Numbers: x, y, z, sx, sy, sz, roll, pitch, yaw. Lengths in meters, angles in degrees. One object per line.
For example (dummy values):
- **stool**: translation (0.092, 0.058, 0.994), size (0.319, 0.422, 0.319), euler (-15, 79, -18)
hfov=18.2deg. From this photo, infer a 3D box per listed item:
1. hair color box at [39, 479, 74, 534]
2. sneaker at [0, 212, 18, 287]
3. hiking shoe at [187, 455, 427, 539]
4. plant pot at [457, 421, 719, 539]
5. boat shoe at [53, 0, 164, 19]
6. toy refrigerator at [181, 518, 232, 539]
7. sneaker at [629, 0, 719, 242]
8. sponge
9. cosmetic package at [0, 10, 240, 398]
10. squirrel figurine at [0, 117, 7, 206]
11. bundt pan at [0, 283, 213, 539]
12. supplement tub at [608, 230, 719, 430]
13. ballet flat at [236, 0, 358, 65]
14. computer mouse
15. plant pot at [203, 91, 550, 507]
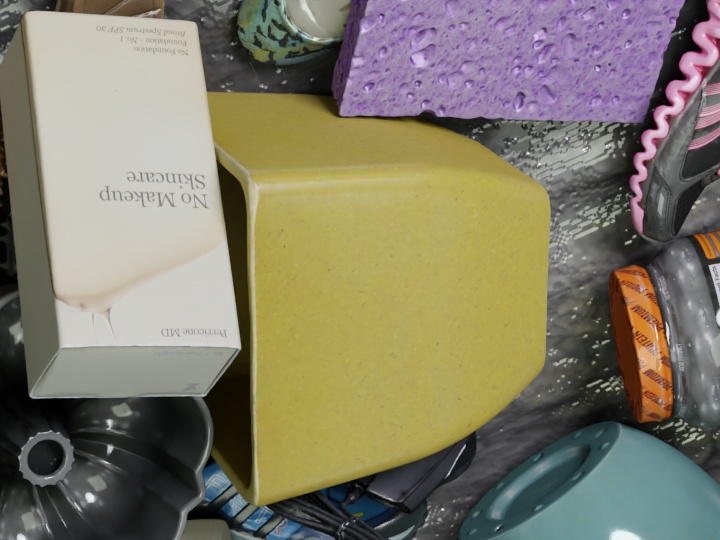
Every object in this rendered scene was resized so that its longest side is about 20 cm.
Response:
- **hair color box**: translation (-0.201, 0.146, 1.395), size (0.061, 0.099, 0.200), euler (-12, 110, 0)
- **sneaker**: translation (-0.261, 0.016, 1.370), size (0.200, 0.077, 0.085), euler (3, 129, -1)
- **hiking shoe**: translation (-0.056, 0.138, 1.418), size (0.200, 0.074, 0.087), euler (0, 111, -5)
- **plant pot**: translation (0.155, 0.193, 1.398), size (0.200, 0.201, 0.161), euler (-35, 99, 8)
- **boat shoe**: translation (-0.158, -0.096, 1.332), size (0.071, 0.065, 0.200), euler (7, 106, -23)
- **toy refrigerator**: translation (-0.104, 0.251, 1.419), size (0.076, 0.070, 0.200), euler (-4, 129, 11)
- **sneaker**: translation (0.230, -0.098, 1.344), size (0.095, 0.079, 0.200), euler (27, 108, 10)
- **sponge**: translation (0.089, -0.139, 1.312), size (0.200, 0.030, 0.112), euler (0, 132, -20)
- **cosmetic package**: translation (-0.133, -0.035, 1.220), size (0.103, 0.200, 0.073), euler (0, 154, -23)
- **squirrel figurine**: translation (-0.284, -0.069, 1.264), size (0.200, 0.187, 0.142), euler (31, 104, -14)
- **bundt pan**: translation (-0.190, 0.096, 1.280), size (0.202, 0.076, 0.202), euler (-7, 107, -25)
- **supplement tub**: translation (0.259, 0.030, 1.381), size (0.200, 0.123, 0.123), euler (-10, 110, -1)
- **ballet flat**: translation (0.013, -0.184, 1.312), size (0.200, 0.074, 0.074), euler (-34, 109, 7)
- **computer mouse**: translation (0.041, 0.122, 1.343), size (0.140, 0.200, 0.046), euler (33, 118, 19)
- **plant pot**: translation (0.000, 0.000, 1.319), size (0.200, 0.194, 0.196), euler (-8, 111, -19)
